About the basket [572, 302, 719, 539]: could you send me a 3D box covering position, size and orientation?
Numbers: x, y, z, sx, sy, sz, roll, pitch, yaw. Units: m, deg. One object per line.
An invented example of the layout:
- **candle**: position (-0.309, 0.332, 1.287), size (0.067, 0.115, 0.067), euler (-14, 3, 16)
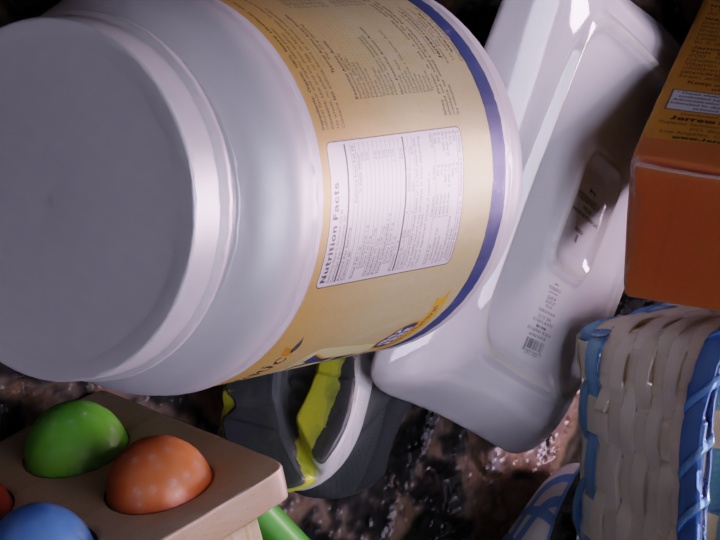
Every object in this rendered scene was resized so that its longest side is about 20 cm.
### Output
- **basket**: position (0.185, 0.087, 1.241), size (0.139, 0.200, 0.177), euler (-8, 108, -37)

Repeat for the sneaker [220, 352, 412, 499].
- **sneaker**: position (0.000, 0.000, 1.229), size (0.201, 0.074, 0.085), euler (-68, 157, -10)

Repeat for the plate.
- **plate**: position (0.082, -0.026, 1.255), size (0.201, 0.032, 0.199), euler (-69, 157, -4)

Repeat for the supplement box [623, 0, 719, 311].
- **supplement box**: position (0.162, -0.058, 1.272), size (0.200, 0.068, 0.067), euler (-63, 157, -57)

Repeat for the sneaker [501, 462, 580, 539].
- **sneaker**: position (0.054, 0.160, 1.315), size (0.200, 0.072, 0.072), euler (-58, 141, -32)

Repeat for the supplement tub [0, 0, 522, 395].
- **supplement tub**: position (-0.048, -0.033, 1.077), size (0.200, 0.144, 0.145), euler (-10, 109, -55)

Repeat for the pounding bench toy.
- **pounding bench toy**: position (-0.071, 0.122, 1.151), size (0.200, 0.124, 0.157), euler (-29, 118, -32)

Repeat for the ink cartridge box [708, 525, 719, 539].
- **ink cartridge box**: position (0.180, 0.230, 1.388), size (0.144, 0.084, 0.201), euler (25, 66, -42)
